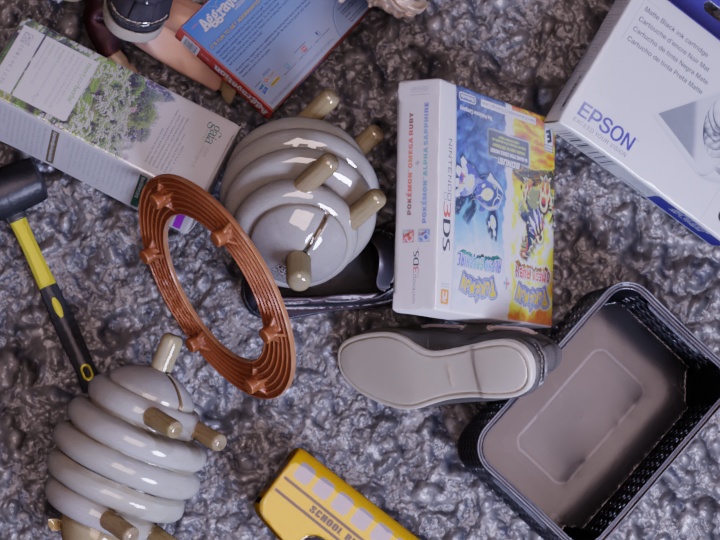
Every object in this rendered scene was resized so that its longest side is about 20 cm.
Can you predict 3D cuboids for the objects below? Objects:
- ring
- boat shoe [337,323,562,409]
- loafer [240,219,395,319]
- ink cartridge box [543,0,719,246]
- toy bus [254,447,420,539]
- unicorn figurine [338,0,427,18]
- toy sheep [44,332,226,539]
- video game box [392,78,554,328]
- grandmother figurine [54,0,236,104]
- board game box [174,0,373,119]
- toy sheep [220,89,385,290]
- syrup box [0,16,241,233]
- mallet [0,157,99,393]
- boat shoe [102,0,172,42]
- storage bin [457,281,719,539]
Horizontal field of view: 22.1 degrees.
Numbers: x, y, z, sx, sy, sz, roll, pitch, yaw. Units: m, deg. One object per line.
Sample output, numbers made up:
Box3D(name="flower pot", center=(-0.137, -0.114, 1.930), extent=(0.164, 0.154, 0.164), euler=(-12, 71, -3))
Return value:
Box3D(name="ring", center=(-0.120, 0.016, 1.455), extent=(0.019, 0.200, 0.201), euler=(-30, 89, -28))
Box3D(name="boat shoe", center=(0.073, 0.077, 1.508), extent=(0.057, 0.200, 0.067), euler=(-15, 101, -50))
Box3D(name="loafer", center=(0.000, 0.000, 1.538), extent=(0.200, 0.063, 0.072), euler=(-14, 87, -8))
Box3D(name="ink cartridge box", center=(0.286, -0.155, 1.578), extent=(0.200, 0.041, 0.200), euler=(33, 82, -17))
Box3D(name="toy bus", center=(0.003, 0.237, 1.516), extent=(0.200, 0.065, 0.078), euler=(38, 80, -2))
Box3D(name="unicorn figurine", center=(0.037, -0.299, 1.565), extent=(0.137, 0.074, 0.200), euler=(16, 78, -18))
Box3D(name="toy sheep", center=(-0.182, 0.146, 1.468), extent=(0.138, 0.138, 0.200), euler=(26, 87, -4))
Box3D(name="video game box", center=(0.095, -0.049, 1.498), extent=(0.047, 0.200, 0.182), euler=(1, 85, 33))
Box3D(name="grandmother figurine", center=(-0.182, -0.218, 1.540), extent=(0.200, 0.061, 0.121), euler=(25, 67, -6))
Box3D(name="board game box", center=(-0.055, -0.225, 1.541), extent=(0.103, 0.019, 0.200), euler=(42, 60, -3))
Box3D(name="toy sheep", center=(-0.046, -0.055, 1.451), extent=(0.138, 0.200, 0.138), euler=(2, 125, 2))
Box3D(name="syrup box", center=(-0.207, -0.117, 1.507), extent=(0.200, 0.081, 0.079), euler=(27, 65, -5))
Box3D(name="mallet", center=(-0.253, 0.002, 1.524), extent=(0.066, 0.041, 0.200), euler=(-32, 94, -11))
Box3D(name="boat shoe", center=(-0.177, -0.281, 1.509), extent=(0.073, 0.063, 0.200), euler=(7, 56, -16))
Box3D(name="storage bin", center=(0.194, 0.121, 1.537), extent=(0.135, 0.094, 0.200), euler=(43, 82, -2))
